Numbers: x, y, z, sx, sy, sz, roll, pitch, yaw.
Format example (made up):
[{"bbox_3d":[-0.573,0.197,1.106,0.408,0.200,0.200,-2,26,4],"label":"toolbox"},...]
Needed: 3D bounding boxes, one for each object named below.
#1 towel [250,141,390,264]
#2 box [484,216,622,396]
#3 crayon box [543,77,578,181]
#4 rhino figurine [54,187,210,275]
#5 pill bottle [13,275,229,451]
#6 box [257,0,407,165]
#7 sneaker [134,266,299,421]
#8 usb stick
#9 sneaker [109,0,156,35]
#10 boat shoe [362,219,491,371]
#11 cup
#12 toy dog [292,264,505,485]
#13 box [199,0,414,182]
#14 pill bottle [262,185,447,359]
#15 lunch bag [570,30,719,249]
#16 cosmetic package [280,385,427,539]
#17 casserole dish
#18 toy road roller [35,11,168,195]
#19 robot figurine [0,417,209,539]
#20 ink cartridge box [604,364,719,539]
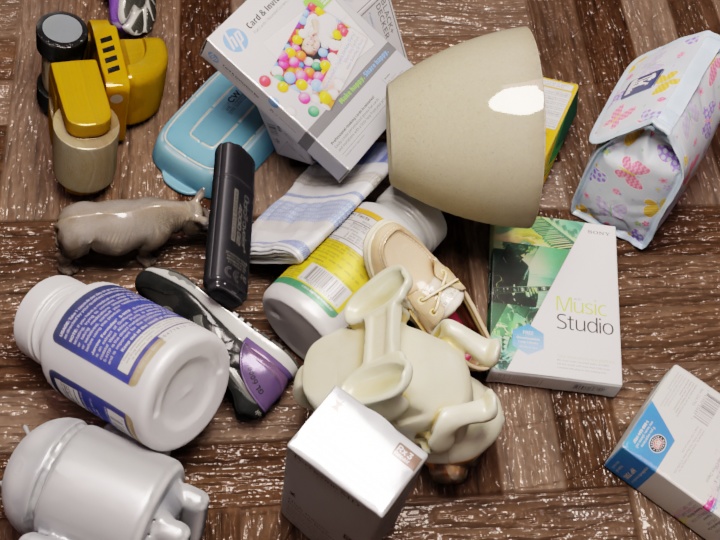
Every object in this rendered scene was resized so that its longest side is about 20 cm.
[{"bbox_3d":[-0.048,-0.077,1.060,0.200,0.146,0.024,-47,118,-27],"label":"towel"},{"bbox_3d":[0.212,0.033,1.068,0.143,0.036,0.201,7,59,-2],"label":"box"},{"bbox_3d":[0.164,-0.147,1.140,0.125,0.052,0.201,18,60,20],"label":"crayon box"},{"bbox_3d":[-0.231,-0.046,1.041,0.198,0.088,0.060,-9,63,-12],"label":"rhino figurine"},{"bbox_3d":[-0.236,0.080,0.937,0.199,0.120,0.120,23,60,29],"label":"pill bottle"},{"bbox_3d":[-0.034,-0.235,1.141,0.060,0.117,0.200,20,56,36],"label":"box"},{"bbox_3d":[-0.166,0.075,0.991,0.199,0.076,0.088,33,69,13],"label":"sneaker"},{"bbox_3d":[-0.136,-0.053,1.020,0.032,0.055,0.201,-24,48,26],"label":"usb stick"},{"bbox_3d":[-0.312,-0.369,1.233,0.083,0.081,0.201,-18,56,4],"label":"sneaker"},{"bbox_3d":[0.077,0.028,0.972,0.069,0.200,0.074,12,58,52],"label":"boat shoe"},{"bbox_3d":[0.098,-0.141,0.981,0.142,0.201,0.202,-2,61,-1],"label":"cup"},{"bbox_3d":[0.052,0.127,0.922,0.200,0.193,0.140,35,32,-32],"label":"toy dog"},{"bbox_3d":[-0.047,-0.219,1.044,0.200,0.041,0.156,42,64,-4],"label":"box"},{"bbox_3d":[0.000,0.000,1.023,0.112,0.113,0.200,37,65,15],"label":"pill bottle"},{"bbox_3d":[0.331,-0.156,1.090,0.127,0.200,0.170,30,63,11],"label":"lunch bag"},{"bbox_3d":[-0.012,0.192,0.866,0.101,0.200,0.074,35,64,14],"label":"cosmetic package"},{"bbox_3d":[-0.159,-0.173,1.146,0.121,0.039,0.200,32,62,11],"label":"casserole dish"},{"bbox_3d":[-0.285,-0.195,1.103,0.145,0.123,0.201,-8,61,-22],"label":"toy road roller"},{"bbox_3d":[-0.240,0.206,0.886,0.199,0.114,0.170,22,34,7],"label":"robot figurine"},{"bbox_3d":[0.363,0.204,0.970,0.199,0.067,0.116,36,65,14],"label":"ink cartridge box"}]
